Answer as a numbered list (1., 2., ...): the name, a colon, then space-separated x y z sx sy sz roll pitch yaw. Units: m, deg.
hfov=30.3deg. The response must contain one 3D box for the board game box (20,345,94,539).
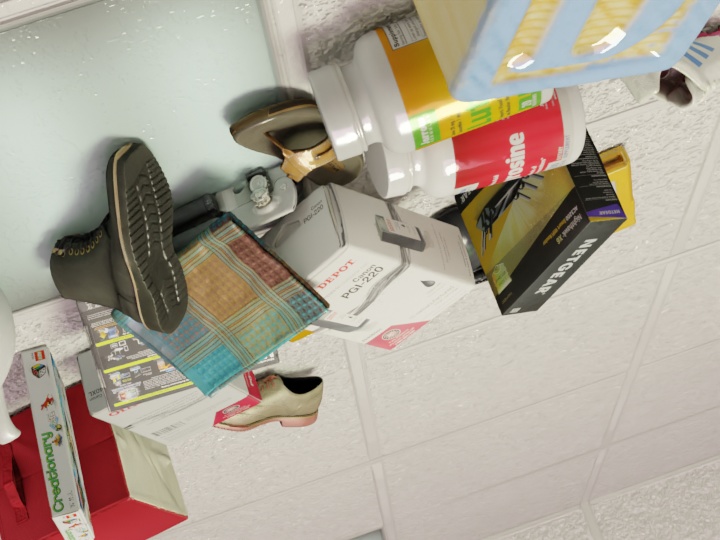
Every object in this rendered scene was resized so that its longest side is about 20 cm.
1. board game box: -0.348 0.203 1.529 0.034 0.202 0.127 -13 155 -9

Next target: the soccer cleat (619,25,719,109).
1. soccer cleat: 0.339 -0.200 1.356 0.198 0.087 0.070 -5 153 -32

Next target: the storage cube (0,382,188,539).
1. storage cube: -0.350 0.262 1.693 0.179 0.172 0.200 -26 155 10

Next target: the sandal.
1. sandal: -0.051 -0.110 1.275 0.081 0.055 0.200 -27 156 14

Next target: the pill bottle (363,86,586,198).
1. pill bottle: 0.106 -0.135 1.276 0.198 0.113 0.113 -15 156 -11

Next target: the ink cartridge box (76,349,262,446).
1. ink cartridge box: -0.231 0.134 1.620 0.144 0.084 0.200 -25 156 11

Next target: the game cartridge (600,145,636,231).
1. game cartridge: 0.253 -0.069 1.639 0.175 0.033 0.200 -23 155 6

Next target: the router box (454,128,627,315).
1. router box: 0.188 -0.068 1.429 0.052 0.158 0.200 -7 153 -28

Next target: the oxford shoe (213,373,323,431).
1. oxford shoe: -0.141 0.171 1.820 0.198 0.071 0.075 -1 124 -34

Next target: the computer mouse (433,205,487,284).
1. computer mouse: 0.120 -0.013 1.624 0.137 0.053 0.200 -16 156 -8

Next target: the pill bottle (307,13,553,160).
1. pill bottle: 0.059 -0.168 1.166 0.198 0.112 0.111 -20 157 0

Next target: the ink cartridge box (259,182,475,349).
1. ink cartridge box: 0.000 0.000 1.392 0.199 0.085 0.145 18 136 -41

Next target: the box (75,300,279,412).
1. box: -0.197 0.054 1.437 0.198 0.044 0.161 -16 127 -10

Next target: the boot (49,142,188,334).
1. boot: -0.250 -0.034 1.267 0.078 0.137 0.202 -50 145 -48

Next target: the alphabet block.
1. alphabet block: 0.139 -0.262 0.921 0.195 0.202 0.196 -10 156 -21

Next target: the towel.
1. towel: -0.144 0.040 1.337 0.147 0.022 0.199 42 126 -18

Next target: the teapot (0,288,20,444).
1. teapot: -0.427 0.096 1.304 0.198 0.147 0.198 -6 152 -28

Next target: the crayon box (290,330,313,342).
1. crayon box: -0.028 0.005 1.535 0.199 0.059 0.119 -26 154 14

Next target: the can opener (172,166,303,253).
1. can opener: -0.149 -0.044 1.341 0.198 0.053 0.067 -23 156 6
